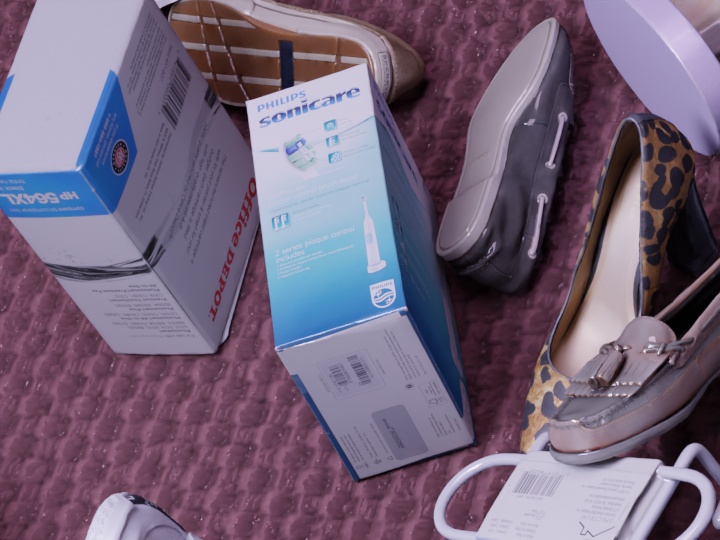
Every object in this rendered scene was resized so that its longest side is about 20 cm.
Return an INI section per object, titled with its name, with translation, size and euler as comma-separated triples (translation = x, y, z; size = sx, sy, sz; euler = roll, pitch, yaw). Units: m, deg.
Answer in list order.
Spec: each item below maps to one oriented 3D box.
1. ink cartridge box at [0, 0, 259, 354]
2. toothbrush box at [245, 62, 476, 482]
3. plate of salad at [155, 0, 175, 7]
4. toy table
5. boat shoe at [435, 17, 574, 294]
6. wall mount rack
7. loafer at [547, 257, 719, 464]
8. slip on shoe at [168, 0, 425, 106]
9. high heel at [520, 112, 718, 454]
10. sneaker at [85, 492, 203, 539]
[ink cartridge box]
translation = -0.146, -0.059, 1.764
size = 0.084, 0.200, 0.147
euler = -2, 53, 25
[toothbrush box]
translation = 0.000, 0.000, 1.690
size = 0.085, 0.147, 0.201
euler = -16, 50, 11
[plate of salad]
translation = -0.139, -0.236, 1.993
size = 0.199, 0.048, 0.201
euler = -19, 38, 16
[toy table]
translation = 0.223, -0.154, 1.703
size = 0.117, 0.184, 0.200
euler = -35, 22, -4
[boat shoe]
translation = 0.102, -0.071, 1.770
size = 0.067, 0.057, 0.201
euler = -27, 34, 49
[wall mount rack]
translation = 0.117, 0.171, 1.537
size = 0.199, 0.075, 0.174
euler = 1, 50, 48
[loafer]
translation = 0.172, 0.043, 1.585
size = 0.200, 0.063, 0.072
euler = -29, 22, -38
[slip on shoe]
translation = -0.045, -0.149, 1.887
size = 0.199, 0.077, 0.060
euler = 11, 19, 40
[high heel]
translation = 0.134, 0.008, 1.626
size = 0.071, 0.143, 0.200
euler = 22, 65, 35
[sneaker]
translation = -0.076, 0.183, 1.551
size = 0.114, 0.200, 0.076
euler = 10, 70, 22
